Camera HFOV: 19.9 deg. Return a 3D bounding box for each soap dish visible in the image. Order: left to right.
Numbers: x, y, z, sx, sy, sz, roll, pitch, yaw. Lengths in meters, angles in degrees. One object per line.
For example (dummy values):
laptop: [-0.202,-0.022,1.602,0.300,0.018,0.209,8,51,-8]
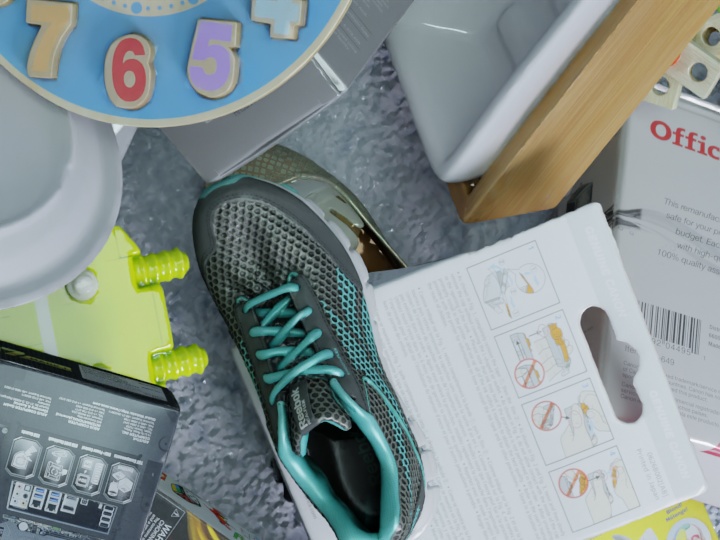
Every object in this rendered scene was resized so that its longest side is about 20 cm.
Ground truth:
soap dish: [0.102,-0.141,1.052,0.081,0.158,0.200,17,126,-31]

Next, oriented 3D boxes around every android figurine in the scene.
android figurine: [-0.169,0.038,0.930,0.198,0.041,0.184,-10,94,-17]

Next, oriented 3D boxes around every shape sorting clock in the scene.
shape sorting clock: [-0.091,-0.162,0.876,0.198,0.039,0.202,0,92,9]

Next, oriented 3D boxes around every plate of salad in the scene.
plate of salad: [-0.198,-0.059,0.880,0.199,0.048,0.201,20,45,-21]

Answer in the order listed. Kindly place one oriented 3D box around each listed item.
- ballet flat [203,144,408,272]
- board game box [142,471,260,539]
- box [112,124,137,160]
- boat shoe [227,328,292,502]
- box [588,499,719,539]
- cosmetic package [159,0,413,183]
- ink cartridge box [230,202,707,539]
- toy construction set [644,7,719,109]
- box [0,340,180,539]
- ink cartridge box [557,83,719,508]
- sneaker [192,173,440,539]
ballet flat: [0.000,0.000,1.098,0.200,0.062,0.068,44,73,-7]
board game box: [-0.108,0.205,0.948,0.126,0.035,0.201,35,95,-4]
box: [-0.238,-0.045,0.995,0.199,0.131,0.200,28,82,-16]
boat shoe: [-0.019,0.095,1.100,0.068,0.072,0.201,-42,109,-15]
box: [0.137,0.149,1.160,0.117,0.048,0.202,-25,99,-16]
cosmetic package: [-0.027,-0.143,1.002,0.090,0.107,0.200,50,42,-11]
ink cartridge box: [0.054,0.070,1.037,0.198,0.050,0.163,-22,98,4]
toy construction set: [0.227,-0.132,1.119,0.132,0.092,0.199,53,42,7]
box: [-0.193,0.103,0.877,0.198,0.051,0.159,16,95,-13]
ink cartridge box: [0.181,0.015,1.123,0.144,0.085,0.202,18,65,-17]
sneaker: [-0.020,0.047,0.967,0.077,0.091,0.201,-28,95,8]
